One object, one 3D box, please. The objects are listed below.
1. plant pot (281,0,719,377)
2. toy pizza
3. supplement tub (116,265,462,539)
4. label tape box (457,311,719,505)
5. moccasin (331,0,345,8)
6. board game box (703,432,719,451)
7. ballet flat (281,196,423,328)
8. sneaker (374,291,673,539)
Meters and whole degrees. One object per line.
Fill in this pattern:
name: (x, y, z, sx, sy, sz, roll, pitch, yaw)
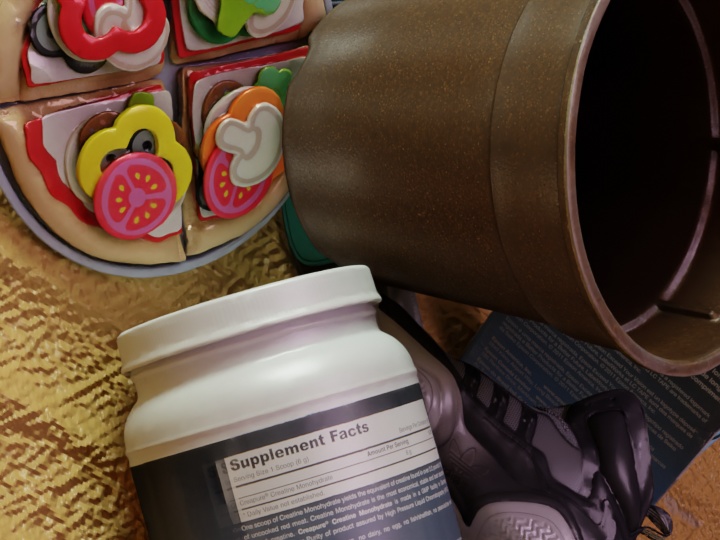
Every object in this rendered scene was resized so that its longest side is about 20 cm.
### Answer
plant pot: (0.081, -0.062, 0.816, 0.199, 0.197, 0.203, -7, 100, -45)
toy pizza: (-0.086, -0.093, 0.806, 0.199, 0.032, 0.202, -13, 111, -35)
supplement tub: (-0.028, 0.111, 0.783, 0.140, 0.140, 0.202, -10, 83, -52)
label tape box: (0.161, 0.028, 0.970, 0.144, 0.201, 0.063, 42, 37, 13)
moccasin: (-0.080, -0.164, 0.860, 0.198, 0.068, 0.081, 0, 86, -34)
board game box: (0.245, 0.009, 1.112, 0.199, 0.103, 0.105, -37, 111, -6)
ballet flat: (0.000, 0.000, 0.933, 0.064, 0.067, 0.202, -3, 83, -63)
sneaker: (0.072, 0.079, 0.869, 0.113, 0.076, 0.201, -26, 71, -34)
